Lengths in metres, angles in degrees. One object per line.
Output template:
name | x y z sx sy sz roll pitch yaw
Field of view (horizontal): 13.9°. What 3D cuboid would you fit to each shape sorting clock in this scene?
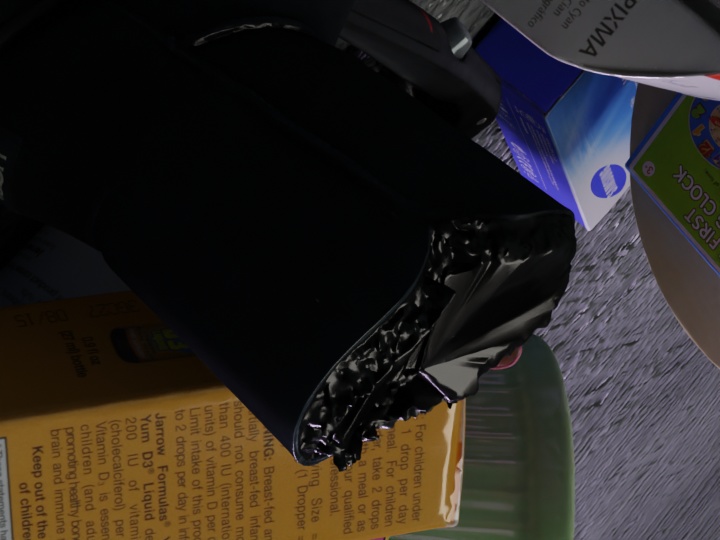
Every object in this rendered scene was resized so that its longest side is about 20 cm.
shape sorting clock | 0.187 -0.038 1.162 0.039 0.200 0.200 -7 136 -49

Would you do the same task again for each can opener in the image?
can opener | 0.005 -0.069 1.004 0.063 0.079 0.200 -43 156 5

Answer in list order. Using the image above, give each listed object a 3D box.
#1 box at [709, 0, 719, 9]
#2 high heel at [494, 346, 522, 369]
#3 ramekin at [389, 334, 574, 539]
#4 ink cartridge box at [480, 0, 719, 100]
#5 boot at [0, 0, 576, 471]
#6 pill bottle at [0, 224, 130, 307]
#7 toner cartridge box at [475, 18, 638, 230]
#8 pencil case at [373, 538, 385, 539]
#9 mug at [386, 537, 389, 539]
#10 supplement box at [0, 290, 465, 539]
box | 0.149 -0.111 1.038 0.041 0.200 0.156 -55 164 17
high heel | 0.000 0.000 1.075 0.067 0.096 0.200 -53 164 17
ramekin | 0.019 0.122 1.251 0.200 0.097 0.201 -174 -90 -80
ink cartridge box | 0.122 -0.069 1.058 0.047 0.200 0.160 -51 164 12
boot | -0.005 -0.043 0.821 0.200 0.168 0.077 -38 155 -37
pill bottle | -0.110 0.077 0.922 0.200 0.109 0.109 -47 164 -10
toner cartridge box | 0.103 -0.087 1.266 0.095 0.043 0.200 -49 165 -3
pencil case | -0.039 0.156 0.967 0.094 0.090 0.201 60 37 -65
mug | -0.072 0.131 1.076 0.149 0.153 0.187 -33 157 -45
supplement box | -0.073 0.048 0.833 0.199 0.067 0.069 -9 121 -13
